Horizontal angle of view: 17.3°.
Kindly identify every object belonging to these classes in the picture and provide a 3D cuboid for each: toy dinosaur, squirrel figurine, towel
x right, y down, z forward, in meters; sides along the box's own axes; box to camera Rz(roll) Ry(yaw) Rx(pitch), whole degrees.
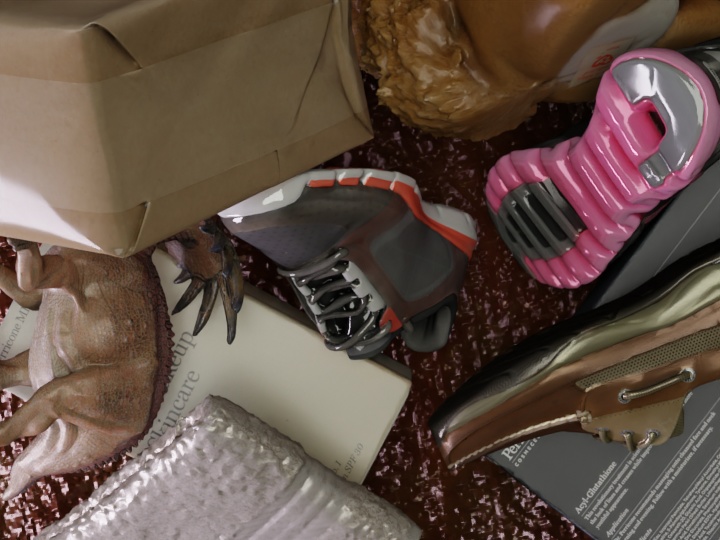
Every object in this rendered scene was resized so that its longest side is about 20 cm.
[{"bbox_3d":[-0.118,0.031,1.139,0.135,0.086,0.201,9,103,-17],"label":"toy dinosaur"},{"bbox_3d":[0.063,-0.170,1.158,0.199,0.141,0.188,-32,70,15],"label":"squirrel figurine"},{"bbox_3d":[-0.081,0.145,1.173,0.132,0.035,0.200,34,129,-21],"label":"towel"}]

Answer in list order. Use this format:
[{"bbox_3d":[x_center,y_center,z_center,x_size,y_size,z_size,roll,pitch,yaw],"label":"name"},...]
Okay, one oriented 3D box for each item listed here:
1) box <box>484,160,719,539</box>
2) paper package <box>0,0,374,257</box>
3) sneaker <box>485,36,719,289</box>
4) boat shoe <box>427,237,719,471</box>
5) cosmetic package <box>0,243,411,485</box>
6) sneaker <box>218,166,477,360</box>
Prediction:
[{"bbox_3d":[0.175,0.052,1.205,0.141,0.079,0.200,37,93,-2],"label":"box"},{"bbox_3d":[-0.125,-0.093,1.082,0.199,0.190,0.104,9,115,38],"label":"paper package"},{"bbox_3d":[0.137,-0.058,1.166,0.095,0.200,0.079,-30,86,-34],"label":"sneaker"},{"bbox_3d":[0.130,0.050,1.134,0.199,0.076,0.074,-28,94,4],"label":"boat shoe"},{"bbox_3d":[-0.082,0.052,1.213,0.199,0.073,0.104,27,93,-1],"label":"cosmetic package"},{"bbox_3d":[0.000,0.000,1.146,0.077,0.200,0.083,-4,79,33],"label":"sneaker"}]
